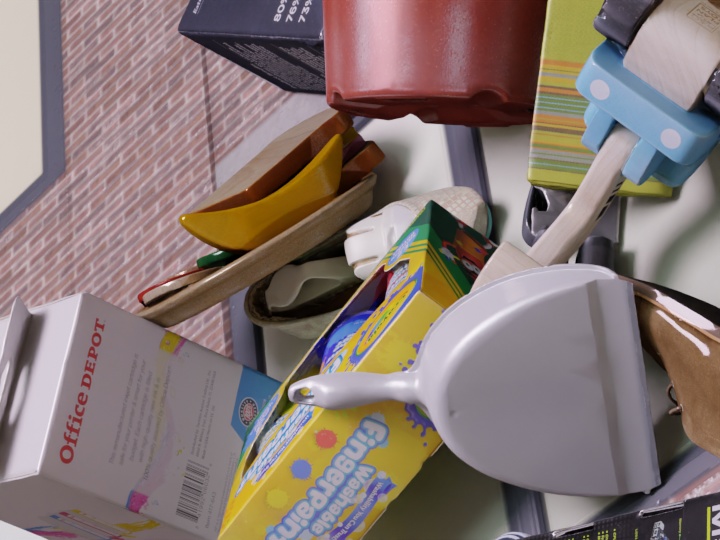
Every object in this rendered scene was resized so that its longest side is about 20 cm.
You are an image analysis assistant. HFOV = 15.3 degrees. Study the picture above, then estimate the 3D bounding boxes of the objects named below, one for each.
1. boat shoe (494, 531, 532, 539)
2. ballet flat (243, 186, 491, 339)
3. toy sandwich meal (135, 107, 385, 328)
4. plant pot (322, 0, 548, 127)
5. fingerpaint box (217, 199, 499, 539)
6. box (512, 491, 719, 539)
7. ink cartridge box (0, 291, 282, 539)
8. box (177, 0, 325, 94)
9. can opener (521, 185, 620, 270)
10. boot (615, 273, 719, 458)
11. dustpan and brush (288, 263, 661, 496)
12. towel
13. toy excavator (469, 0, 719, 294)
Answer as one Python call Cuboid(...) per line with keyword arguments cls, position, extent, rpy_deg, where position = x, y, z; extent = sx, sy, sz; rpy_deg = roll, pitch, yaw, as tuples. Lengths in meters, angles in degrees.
Cuboid(cls="boat shoe", position=(0.049, 0.229, 1.471), extent=(0.071, 0.091, 0.200), rpy_deg=(-14, 56, 50))
Cuboid(cls="ballet flat", position=(0.000, 0.000, 1.726), extent=(0.200, 0.062, 0.067), rpy_deg=(-30, 64, 42))
Cuboid(cls="toy sandwich meal", position=(-0.073, -0.036, 1.772), extent=(0.205, 0.070, 0.205), rpy_deg=(-30, 4, 2))
Cuboid(cls="plant pot", position=(0.058, -0.193, 1.661), extent=(0.201, 0.201, 0.195), rpy_deg=(-2, 85, 54))
Cuboid(cls="fingerpaint box", position=(0.005, 0.075, 1.603), extent=(0.200, 0.073, 0.167), rpy_deg=(-51, 10, 19))
Cuboid(cls="box", position=(0.143, 0.221, 1.349), extent=(0.193, 0.047, 0.200), rpy_deg=(-20, 63, 50))
Cuboid(cls="ink cartridge box", position=(-0.172, 0.107, 1.766), extent=(0.125, 0.200, 0.129), rpy_deg=(-17, 54, 49))
Cuboid(cls="box", position=(-0.015, -0.206, 1.857), extent=(0.200, 0.104, 0.148), rpy_deg=(12, 77, 57))
Cuboid(cls="can opener", position=(0.121, 0.005, 1.584), extent=(0.067, 0.053, 0.200), rpy_deg=(109, 170, -62))
Cuboid(cls="boot", position=(0.179, 0.053, 1.442), extent=(0.200, 0.074, 0.076), rpy_deg=(30, 102, 55))
Cuboid(cls="dustpan and brush", position=(0.057, 0.065, 1.481), extent=(0.200, 0.140, 0.057), rpy_deg=(-8, 24, 5))
Cuboid(cls="towel", position=(0.151, -0.143, 1.576), extent=(0.018, 0.086, 0.200), rpy_deg=(66, -148, -83))
Cuboid(cls="toy excavator", position=(0.152, -0.070, 1.505), extent=(0.194, 0.100, 0.200), rpy_deg=(-41, -18, -49))
